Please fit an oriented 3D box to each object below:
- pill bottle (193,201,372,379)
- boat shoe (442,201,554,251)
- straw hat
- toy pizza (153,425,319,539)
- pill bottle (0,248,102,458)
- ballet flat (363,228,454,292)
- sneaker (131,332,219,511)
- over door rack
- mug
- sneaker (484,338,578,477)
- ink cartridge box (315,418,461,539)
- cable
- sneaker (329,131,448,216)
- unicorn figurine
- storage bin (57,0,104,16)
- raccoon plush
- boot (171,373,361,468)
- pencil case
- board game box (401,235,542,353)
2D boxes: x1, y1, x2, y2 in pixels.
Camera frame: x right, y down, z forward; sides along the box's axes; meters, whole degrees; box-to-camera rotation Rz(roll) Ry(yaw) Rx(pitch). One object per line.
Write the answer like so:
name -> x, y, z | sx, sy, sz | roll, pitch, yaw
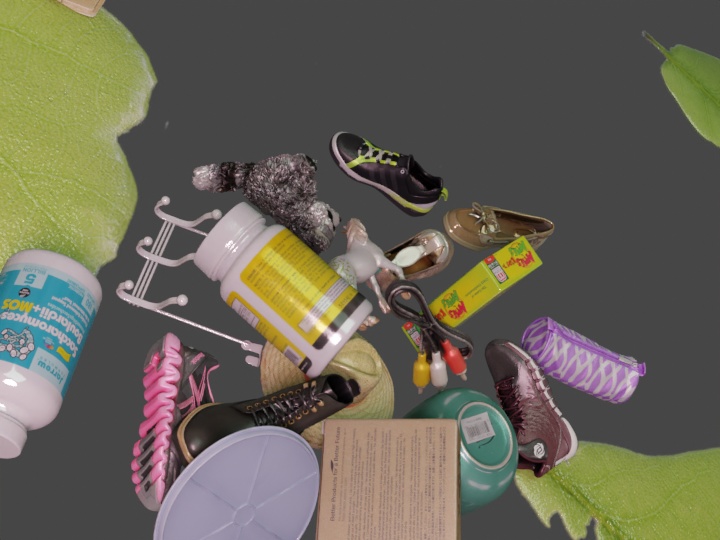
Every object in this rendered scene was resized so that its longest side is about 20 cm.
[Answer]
pill bottle -> -0.092, 0.020, 1.011 | 0.200, 0.115, 0.114 | 41, 49, 2
boat shoe -> 0.223, -0.074, 1.394 | 0.197, 0.063, 0.074 | 4, 61, -31
straw hat -> -0.021, 0.127, 1.099 | 0.198, 0.085, 0.204 | 16, 56, -25
toy pizza -> -0.131, 0.253, 0.917 | 0.198, 0.204, 0.032 | -8, 25, -36
pill bottle -> -0.349, 0.086, 0.893 | 0.110, 0.111, 0.202 | 23, 53, -19
ballet flat -> 0.087, -0.021, 1.271 | 0.199, 0.067, 0.069 | -29, 80, -41
sneaker -> -0.199, 0.172, 0.973 | 0.095, 0.079, 0.203 | 23, 53, -34
over door rack -> -0.185, 0.006, 1.078 | 0.198, 0.067, 0.149 | 28, 52, -16
mug -> 0.125, 0.242, 1.106 | 0.151, 0.114, 0.187 | 32, 50, -13
sneaker -> 0.222, 0.202, 1.223 | 0.115, 0.076, 0.201 | -30, 82, -38
ink cartridge box -> 0.035, 0.277, 0.989 | 0.162, 0.075, 0.203 | -2, 65, 11
cable -> 0.097, 0.087, 1.132 | 0.096, 0.201, 0.051 | -19, 45, 4
sneaker -> 0.048, -0.163, 1.320 | 0.198, 0.083, 0.072 | 31, 50, -14
unicorn figurine -> 0.000, 0.000, 1.149 | 0.138, 0.074, 0.200 | 55, 24, 3
storage bin -> -0.352, -0.489, 1.177 | 0.093, 0.200, 0.201 | 26, 52, -15
raccoon plush -> -0.125, -0.076, 1.181 | 0.196, 0.097, 0.136 | -8, 78, -4
boot -> -0.100, 0.156, 0.949 | 0.199, 0.137, 0.078 | -6, 68, -63
pencil case -> 0.343, 0.140, 1.330 | 0.198, 0.085, 0.085 | 22, 54, -20
board game box -> 0.150, 0.036, 1.189 | 0.101, 0.200, 0.048 | -28, 79, -40
